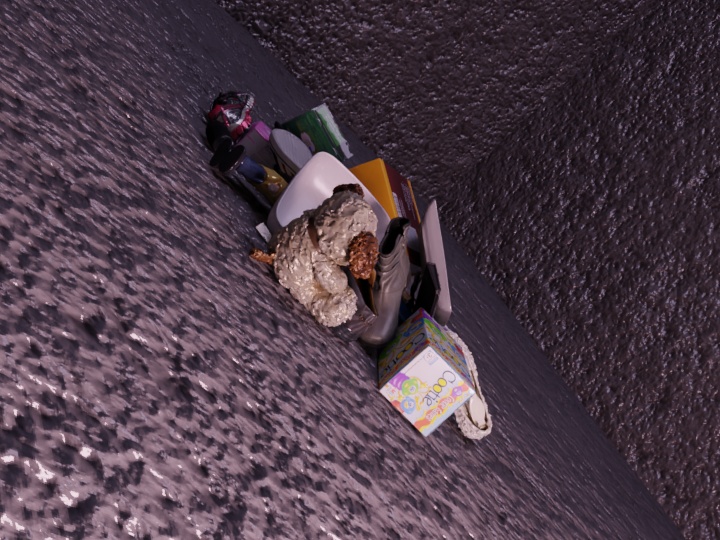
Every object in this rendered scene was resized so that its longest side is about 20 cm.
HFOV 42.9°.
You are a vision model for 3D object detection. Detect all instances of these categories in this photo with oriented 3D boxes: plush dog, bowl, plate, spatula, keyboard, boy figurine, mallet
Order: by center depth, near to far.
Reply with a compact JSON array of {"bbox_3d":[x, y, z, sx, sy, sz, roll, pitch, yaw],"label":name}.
[{"bbox_3d":[-0.050,-0.045,1.317,0.160,0.172,0.200,25,39,-43],"label":"plush dog"},{"bbox_3d":[-0.057,-0.072,1.525,0.200,0.075,0.200,45,50,-15],"label":"bowl"},{"bbox_3d":[-0.167,-0.147,1.559,0.124,0.064,0.200,32,-6,43],"label":"boy figurine"},{"bbox_3d":[0.105,0.068,1.584,0.021,0.200,0.127,1,42,-14],"label":"keyboard"},{"bbox_3d":[-0.202,-0.186,1.649,0.200,0.041,0.066,46,8,-32],"label":"mallet"},{"bbox_3d":[0.130,-0.007,1.653,0.200,0.032,0.200,82,0,-78],"label":"plate"},{"bbox_3d":[-0.124,-0.237,1.768,0.200,0.021,0.057,49,-32,40],"label":"spatula"}]

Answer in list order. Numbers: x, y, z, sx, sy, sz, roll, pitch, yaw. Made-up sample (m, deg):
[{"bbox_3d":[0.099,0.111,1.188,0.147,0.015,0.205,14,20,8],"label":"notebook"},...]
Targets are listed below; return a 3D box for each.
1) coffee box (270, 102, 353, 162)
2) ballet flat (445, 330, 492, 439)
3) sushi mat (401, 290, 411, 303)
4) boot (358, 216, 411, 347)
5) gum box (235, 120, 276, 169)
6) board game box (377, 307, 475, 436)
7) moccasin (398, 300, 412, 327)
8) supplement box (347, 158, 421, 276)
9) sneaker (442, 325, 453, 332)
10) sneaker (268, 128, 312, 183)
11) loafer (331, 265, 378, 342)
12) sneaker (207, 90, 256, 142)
[{"bbox_3d":[-0.110,-0.253,1.840,0.200,0.044,0.123,-15,-72,53],"label":"coffee box"},{"bbox_3d":[0.176,0.191,1.546,0.072,0.072,0.200,-31,98,-80],"label":"ballet flat"},{"bbox_3d":[0.000,0.000,1.642,0.200,0.096,0.012,49,42,8],"label":"sushi mat"},{"bbox_3d":[0.036,0.014,1.469,0.131,0.068,0.200,86,18,-46],"label":"boot"},{"bbox_3d":[-0.159,-0.199,1.776,0.200,0.066,0.114,46,11,-11],"label":"gum box"},{"bbox_3d":[0.097,0.152,1.424,0.103,0.105,0.200,45,10,-10],"label":"board game box"},{"bbox_3d":[0.020,0.050,1.590,0.200,0.068,0.080,49,11,24],"label":"moccasin"},{"bbox_3d":[0.032,-0.085,1.773,0.200,0.132,0.198,21,53,-69],"label":"supplement box"},{"bbox_3d":[0.124,0.116,1.778,0.140,0.078,0.200,45,1,-7],"label":"sneaker"},{"bbox_3d":[-0.118,-0.172,1.671,0.078,0.079,0.200,-3,47,-44],"label":"sneaker"},{"bbox_3d":[-0.004,0.013,1.419,0.073,0.072,0.200,30,43,-41],"label":"loafer"},{"bbox_3d":[-0.255,-0.318,1.788,0.075,0.081,0.200,41,13,-23],"label":"sneaker"}]
